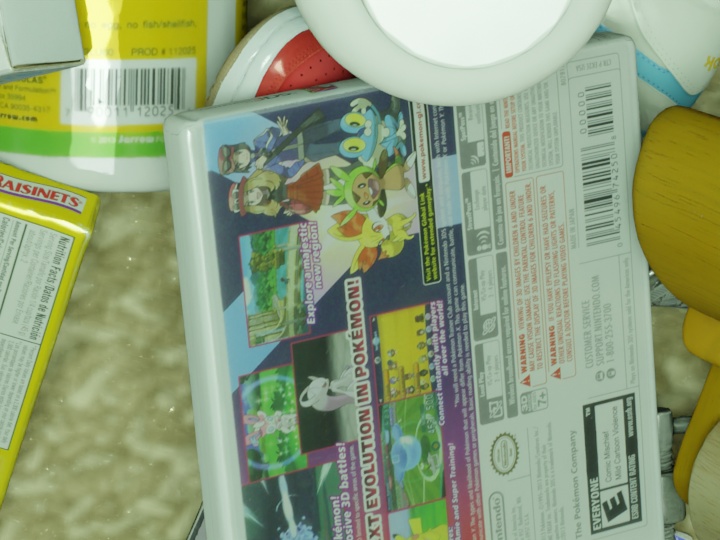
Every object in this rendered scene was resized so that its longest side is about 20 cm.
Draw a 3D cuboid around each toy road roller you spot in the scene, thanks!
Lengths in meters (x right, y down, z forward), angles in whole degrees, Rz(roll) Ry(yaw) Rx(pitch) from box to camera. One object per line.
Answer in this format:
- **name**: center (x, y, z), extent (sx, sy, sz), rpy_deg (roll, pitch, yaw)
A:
- **toy road roller**: center (0.160, 0.019, 1.019), extent (0.146, 0.123, 0.200), rpy_deg (15, 96, -33)

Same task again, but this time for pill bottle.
- **pill bottle**: center (-0.096, -0.135, 1.057), extent (0.111, 0.111, 0.200), rpy_deg (1, 101, -3)
- **pill bottle**: center (0.027, -0.117, 0.944), extent (0.111, 0.200, 0.111), rpy_deg (-1, 103, -2)

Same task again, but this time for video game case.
- **video game case**: center (0.024, 0.027, 1.018), extent (0.182, 0.023, 0.200), rpy_deg (-13, 108, -26)

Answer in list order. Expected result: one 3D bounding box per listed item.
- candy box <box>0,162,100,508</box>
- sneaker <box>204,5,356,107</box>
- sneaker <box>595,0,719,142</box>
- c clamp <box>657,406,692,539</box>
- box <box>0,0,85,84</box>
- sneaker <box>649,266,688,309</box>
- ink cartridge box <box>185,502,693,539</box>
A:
- **candy box**: center (-0.170, 0.030, 1.076), extent (0.102, 0.026, 0.200), rpy_deg (18, 133, -7)
- **sneaker**: center (0.000, 0.000, 1.044), extent (0.071, 0.112, 0.200), rpy_deg (-34, 146, -25)
- **sneaker**: center (0.046, -0.115, 1.085), extent (0.200, 0.077, 0.081), rpy_deg (22, 100, -4)
- **c clamp**: center (0.096, 0.148, 1.120), extent (0.171, 0.027, 0.200), rpy_deg (2, 99, -3)
- **box**: center (-0.181, -0.158, 1.025), extent (0.156, 0.041, 0.200), rpy_deg (-10, 92, 40)
- **sneaker**: center (0.118, -0.011, 1.103), extent (0.200, 0.082, 0.075), rpy_deg (-7, 101, -3)
- **ink cartridge box**: center (0.010, 0.164, 1.154), extent (0.198, 0.043, 0.200), rpy_deg (22, 98, -6)
